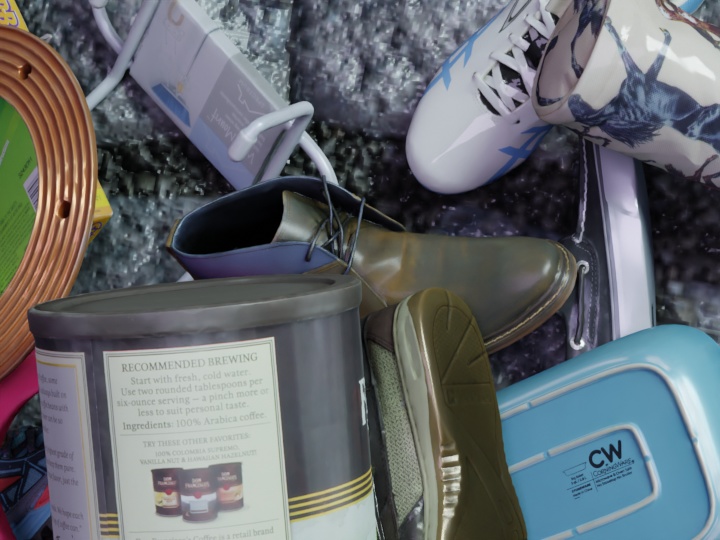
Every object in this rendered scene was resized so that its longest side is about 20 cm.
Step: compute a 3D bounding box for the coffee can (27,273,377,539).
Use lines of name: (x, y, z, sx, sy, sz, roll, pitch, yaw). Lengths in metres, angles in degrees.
coffee can: (-0.065, 0.109, 0.830, 0.146, 0.146, 0.201, -3, 95, 14)

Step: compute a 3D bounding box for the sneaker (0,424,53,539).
sneaker: (-0.186, 0.113, 1.000, 0.200, 0.079, 0.096, -42, 75, 7)

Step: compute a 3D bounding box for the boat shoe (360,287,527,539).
boat shoe: (0.033, 0.111, 0.881, 0.065, 0.073, 0.201, -17, 71, 39)

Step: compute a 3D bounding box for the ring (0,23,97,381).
ring: (-0.203, -0.026, 0.942, 0.200, 0.019, 0.201, -10, 72, 33)

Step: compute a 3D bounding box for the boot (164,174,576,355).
boot: (0.000, 0.000, 0.926, 0.199, 0.097, 0.075, -11, 51, 29)

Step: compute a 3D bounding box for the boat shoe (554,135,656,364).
boat shoe: (0.113, 0.016, 0.944, 0.066, 0.070, 0.201, -4, 91, 12)

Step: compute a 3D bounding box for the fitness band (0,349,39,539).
fitness band: (-0.101, 0.091, 0.924, 0.199, 0.037, 0.144, -21, 93, 5)

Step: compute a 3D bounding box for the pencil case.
pencil case: (0.180, -0.076, 0.892, 0.199, 0.090, 0.078, 21, 120, -8)

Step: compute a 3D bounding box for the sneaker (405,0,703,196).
sneaker: (0.098, -0.116, 0.955, 0.200, 0.072, 0.072, -42, 78, 8)

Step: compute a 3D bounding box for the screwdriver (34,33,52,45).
screwdriver: (-0.223, -0.086, 1.002, 0.200, 0.029, 0.028, -25, 79, 48)

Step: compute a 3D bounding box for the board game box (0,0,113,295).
board game box: (-0.200, -0.087, 1.016, 0.096, 0.030, 0.201, -45, 67, 43)

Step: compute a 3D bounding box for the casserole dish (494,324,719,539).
casserole dish: (0.103, 0.103, 0.893, 0.200, 0.039, 0.122, -26, 76, 30)

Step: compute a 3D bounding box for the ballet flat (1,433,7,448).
ballet flat: (-0.235, 0.015, 1.009, 0.065, 0.071, 0.200, -45, 61, -3)

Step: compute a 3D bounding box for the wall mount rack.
wall mount rack: (-0.110, -0.066, 1.005, 0.200, 0.074, 0.174, 48, 135, 15)
